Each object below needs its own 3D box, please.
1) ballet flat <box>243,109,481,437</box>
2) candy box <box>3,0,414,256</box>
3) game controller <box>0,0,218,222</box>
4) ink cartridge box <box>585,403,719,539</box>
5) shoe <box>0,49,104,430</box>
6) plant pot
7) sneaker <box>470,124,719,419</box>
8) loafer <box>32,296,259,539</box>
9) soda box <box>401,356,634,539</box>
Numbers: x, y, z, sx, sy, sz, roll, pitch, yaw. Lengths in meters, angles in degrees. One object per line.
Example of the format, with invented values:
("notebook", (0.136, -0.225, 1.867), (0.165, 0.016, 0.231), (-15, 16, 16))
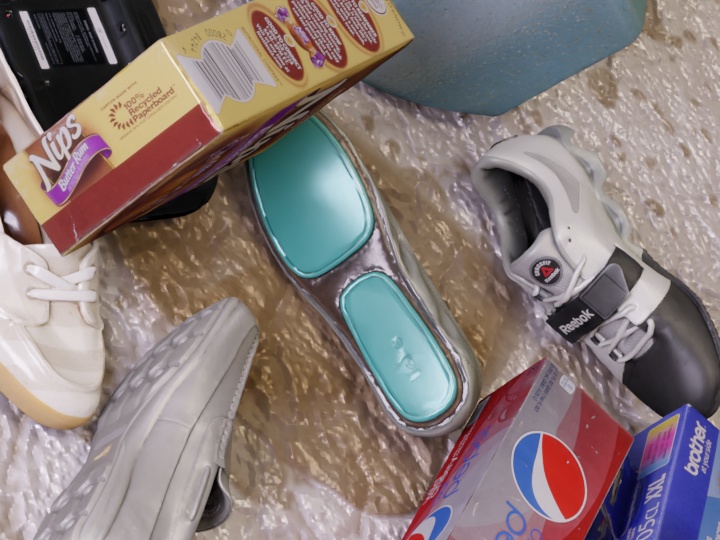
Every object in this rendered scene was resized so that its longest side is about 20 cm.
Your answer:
("ballet flat", (0.000, 0.000, 1.476), (0.201, 0.067, 0.064), (60, 11, 9))
("candy box", (-0.069, -0.082, 1.340), (0.057, 0.116, 0.200), (55, 33, 0))
("game controller", (-0.145, -0.115, 1.432), (0.104, 0.042, 0.201), (-12, 69, -34))
("ink cartridge box", (0.191, 0.171, 1.518), (0.200, 0.076, 0.137), (38, 40, -16))
("shoe", (-0.165, -0.021, 1.316), (0.070, 0.053, 0.201), (-3, 64, -47))
("plant pot", (0.064, -0.206, 1.598), (0.200, 0.195, 0.197), (44, 37, -27))
("sneaker", (0.127, 0.010, 1.582), (0.088, 0.074, 0.200), (-13, 61, -49))
("loafer", (-0.090, 0.093, 1.298), (0.070, 0.070, 0.200), (45, 46, -18))
("soda box", (0.065, 0.139, 1.405), (0.070, 0.063, 0.200), (44, 46, -10))
